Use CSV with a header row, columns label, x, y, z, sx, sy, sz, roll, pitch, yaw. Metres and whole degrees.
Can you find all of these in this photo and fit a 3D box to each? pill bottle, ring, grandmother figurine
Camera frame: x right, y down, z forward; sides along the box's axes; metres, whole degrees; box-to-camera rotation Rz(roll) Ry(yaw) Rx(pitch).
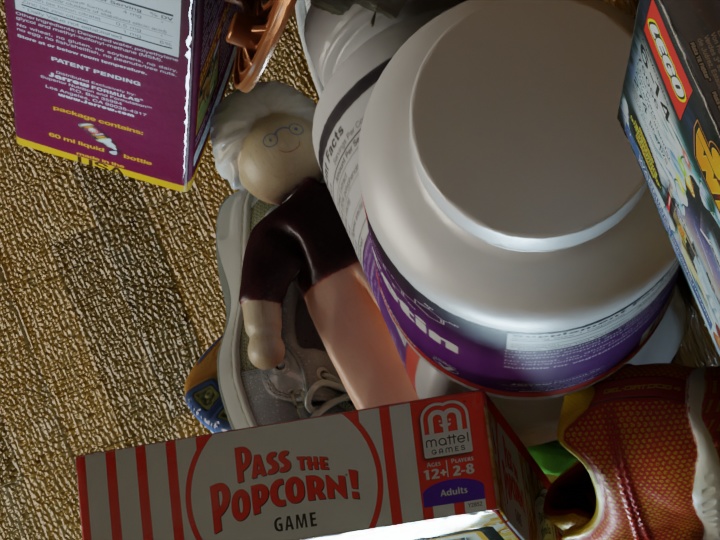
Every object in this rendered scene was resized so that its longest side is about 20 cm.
label,x,y,z,sx,sy,sz,roll,pitch,yaw
pill bottle,0.057,-0.026,0.887,0.200,0.112,0.113,77,171,-77
pill bottle,0.046,-0.037,1.080,0.111,0.111,0.200,71,177,-56
ring,-0.020,-0.166,1.021,0.200,0.019,0.201,-162,90,-82
grandmother figurine,0.000,0.000,1.142,0.200,0.121,0.061,56,145,20

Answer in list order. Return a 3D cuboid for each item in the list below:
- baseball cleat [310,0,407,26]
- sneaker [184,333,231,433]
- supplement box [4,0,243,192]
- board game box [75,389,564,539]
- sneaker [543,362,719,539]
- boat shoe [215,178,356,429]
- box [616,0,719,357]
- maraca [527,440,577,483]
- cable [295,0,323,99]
label,x,y,z,sx,sy,sz,roll,pitch,yaw
baseball cleat,0.027,-0.151,0.992,0.200,0.070,0.107,0,74,64
sneaker,-0.005,0.097,1.249,0.088,0.075,0.200,48,180,-39
supplement box,-0.095,-0.130,1.124,0.200,0.086,0.110,101,-175,-66
board game box,-0.007,0.100,1.015,0.200,0.151,0.046,54,-152,-71
sneaker,0.114,0.102,1.038,0.200,0.077,0.073,76,-159,-44
boat shoe,-0.019,0.031,1.185,0.074,0.065,0.202,37,-148,-38
box,0.123,0.024,0.682,0.137,0.040,0.200,81,167,-77
maraca,0.084,0.081,1.233,0.200,0.137,0.107,-158,79,-83
cable,0.021,-0.091,1.339,0.200,0.069,0.200,-80,-27,-76
